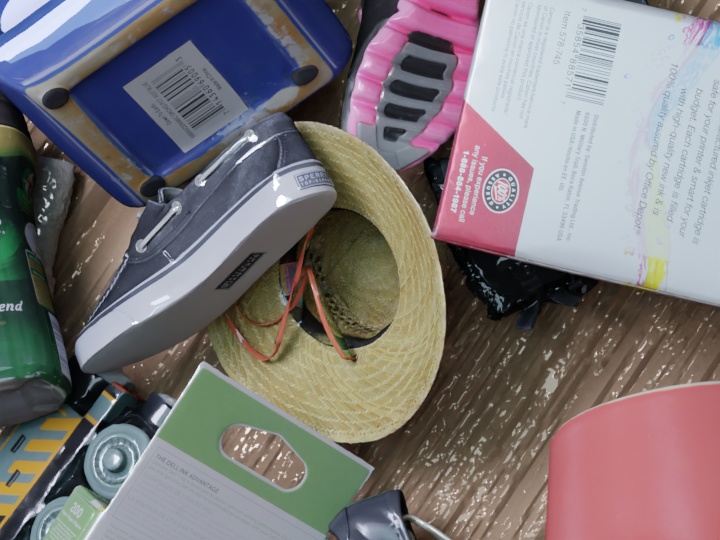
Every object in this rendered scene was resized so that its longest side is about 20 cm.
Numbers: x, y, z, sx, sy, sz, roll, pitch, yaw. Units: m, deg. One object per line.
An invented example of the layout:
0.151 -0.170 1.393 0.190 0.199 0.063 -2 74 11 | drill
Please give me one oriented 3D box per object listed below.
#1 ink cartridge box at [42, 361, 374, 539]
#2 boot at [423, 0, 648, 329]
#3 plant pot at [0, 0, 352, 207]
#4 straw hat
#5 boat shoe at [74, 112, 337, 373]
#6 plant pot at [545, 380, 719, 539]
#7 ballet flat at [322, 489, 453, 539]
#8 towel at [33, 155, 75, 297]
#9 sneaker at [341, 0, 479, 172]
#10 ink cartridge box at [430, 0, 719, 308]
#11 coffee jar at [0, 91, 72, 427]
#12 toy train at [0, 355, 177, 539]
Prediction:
-0.103 0.162 1.387 0.201 0.145 0.048 -58 33 -3 | ink cartridge box
0.115 -0.077 1.415 0.161 0.073 0.200 -22 81 7 | boot
-0.130 -0.165 1.389 0.199 0.200 0.180 -34 55 6 | plant pot
0.000 0.000 1.412 0.200 0.085 0.203 13 109 40 | straw hat
-0.100 -0.015 1.384 0.200 0.071 0.068 -41 67 30 | boat shoe
0.185 0.166 1.309 0.199 0.201 0.179 -12 68 10 | plant pot
0.060 0.208 1.377 0.073 0.073 0.200 -39 81 3 | ballet flat
-0.281 -0.014 1.509 0.198 0.034 0.134 7 84 12 | towel
0.027 -0.149 1.438 0.079 0.095 0.202 24 75 -25 | sneaker
0.153 -0.064 1.303 0.198 0.145 0.147 14 92 5 | ink cartridge box
-0.236 -0.010 1.423 0.103 0.085 0.202 -13 68 3 | coffee jar
-0.187 0.144 1.440 0.114 0.085 0.201 35 89 25 | toy train
